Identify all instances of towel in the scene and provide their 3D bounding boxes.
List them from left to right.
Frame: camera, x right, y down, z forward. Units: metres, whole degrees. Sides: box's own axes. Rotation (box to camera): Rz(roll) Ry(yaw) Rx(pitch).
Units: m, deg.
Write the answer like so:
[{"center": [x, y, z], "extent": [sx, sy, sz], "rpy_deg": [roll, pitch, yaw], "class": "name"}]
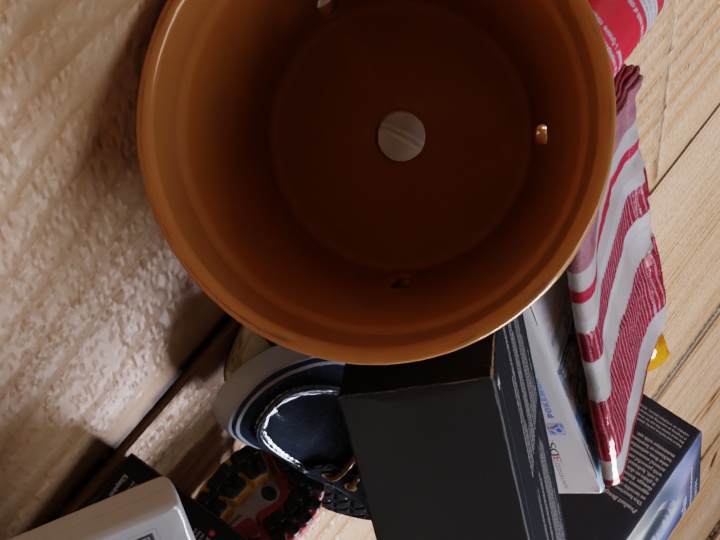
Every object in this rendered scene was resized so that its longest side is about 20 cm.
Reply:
[{"center": [0.146, 0.003, 0.977], "extent": [0.145, 0.023, 0.201], "rpy_deg": [-65, 150, -45], "class": "towel"}]

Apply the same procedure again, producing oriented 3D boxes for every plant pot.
[{"center": [0.011, -0.063, 0.772], "extent": [0.201, 0.199, 0.140], "rpy_deg": [-60, 176, 4], "class": "plant pot"}]

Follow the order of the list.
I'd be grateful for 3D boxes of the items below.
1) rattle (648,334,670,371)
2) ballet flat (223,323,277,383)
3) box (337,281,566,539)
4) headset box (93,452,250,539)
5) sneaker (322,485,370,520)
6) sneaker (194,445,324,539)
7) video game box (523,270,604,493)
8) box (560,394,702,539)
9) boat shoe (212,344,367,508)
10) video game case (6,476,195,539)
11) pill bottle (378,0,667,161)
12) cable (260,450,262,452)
[{"center": [0.135, 0.089, 1.126], "extent": [0.130, 0.142, 0.200], "rpy_deg": [-49, -165, 13], "class": "rattle"}, {"center": [0.000, 0.000, 0.973], "extent": [0.200, 0.057, 0.067], "rpy_deg": [-43, 157, -19], "class": "ballet flat"}, {"center": [0.052, 0.102, 0.864], "extent": [0.142, 0.078, 0.202], "rpy_deg": [-82, 161, -61], "class": "box"}, {"center": [-0.080, 0.214, 0.881], "extent": [0.149, 0.199, 0.075], "rpy_deg": [-54, 176, -11], "class": "headset box"}, {"center": [0.031, 0.089, 1.146], "extent": [0.083, 0.071, 0.201], "rpy_deg": [-84, -159, -46], "class": "sneaker"}, {"center": [-0.099, 0.185, 0.981], "extent": [0.199, 0.078, 0.082], "rpy_deg": [-37, 163, -29], "class": "sneaker"}, {"center": [0.120, -0.003, 1.023], "extent": [0.183, 0.046, 0.201], "rpy_deg": [63, 34, -37], "class": "video game box"}, {"center": [0.248, 0.244, 1.760], "extent": [0.199, 0.123, 0.200], "rpy_deg": [-52, 157, -13], "class": "box"}, {"center": [0.004, 0.099, 0.968], "extent": [0.071, 0.091, 0.200], "rpy_deg": [-49, 149, 13], "class": "boat shoe"}, {"center": [-0.152, 0.190, 0.765], "extent": [0.198, 0.023, 0.183], "rpy_deg": [-22, 133, -8], "class": "video game case"}, {"center": [0.076, -0.114, 0.921], "extent": [0.201, 0.112, 0.112], "rpy_deg": [-55, 158, -11], "class": "pill bottle"}, {"center": [-0.045, 0.149, 1.087], "extent": [0.097, 0.050, 0.201], "rpy_deg": [-22, 137, -53], "class": "cable"}]
